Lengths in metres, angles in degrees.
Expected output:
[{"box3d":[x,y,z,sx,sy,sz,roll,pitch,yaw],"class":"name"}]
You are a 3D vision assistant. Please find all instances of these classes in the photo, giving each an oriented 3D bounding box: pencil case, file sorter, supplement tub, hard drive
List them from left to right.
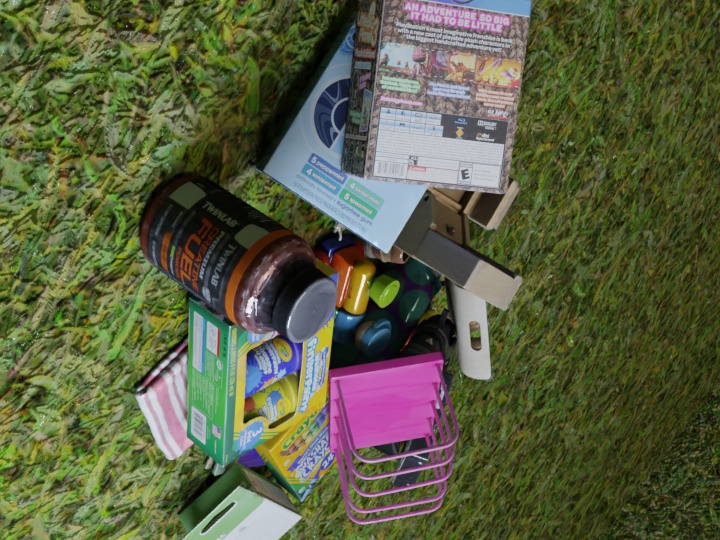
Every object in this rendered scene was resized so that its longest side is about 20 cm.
[{"box3d":[-0.117,-0.008,1.153,0.107,0.199,0.108,-37,144,-33],"class":"supplement tub"},{"box3d":[0.028,0.071,1.566,0.201,0.085,0.092,-55,-172,-10],"class":"pencil case"},{"box3d":[0.039,0.213,1.447,0.138,0.126,0.201,-9,146,-8],"class":"file sorter"},{"box3d":[0.093,0.245,1.791,0.200,0.038,0.141,100,9,-67],"class":"hard drive"}]

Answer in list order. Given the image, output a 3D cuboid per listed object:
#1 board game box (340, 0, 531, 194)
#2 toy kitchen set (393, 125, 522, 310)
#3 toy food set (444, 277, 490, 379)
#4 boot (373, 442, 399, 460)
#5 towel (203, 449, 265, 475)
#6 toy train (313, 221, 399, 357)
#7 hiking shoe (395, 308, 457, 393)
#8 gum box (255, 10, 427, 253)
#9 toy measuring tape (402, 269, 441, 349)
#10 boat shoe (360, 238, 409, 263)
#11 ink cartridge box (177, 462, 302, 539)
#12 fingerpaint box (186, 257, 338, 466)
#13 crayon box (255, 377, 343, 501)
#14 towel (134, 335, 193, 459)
[{"box3d":[0.075,-0.189,1.216,0.158,0.097,0.202,5,97,-18],"class":"board game box"},{"box3d":[0.167,-0.071,1.405,0.163,0.180,0.201,27,95,-41],"class":"toy kitchen set"},{"box3d":[0.150,0.029,1.593,0.060,0.201,0.145,-8,124,0],"class":"toy food set"},{"box3d":[0.065,0.181,1.763,0.175,0.069,0.200,-57,160,-19],"class":"boot"},{"box3d":[-0.113,0.198,1.542,0.199,0.023,0.145,7,112,-59],"class":"towel"},{"box3d":[0.000,0.000,1.431,0.084,0.115,0.201,-20,134,-49],"class":"toy train"},{"box3d":[0.095,0.114,1.558,0.101,0.075,0.200,-54,173,-13],"class":"hiking shoe"},{"box3d":[0.010,-0.149,1.278,0.169,0.045,0.201,32,90,-19],"class":"gum box"},{"box3d":[0.068,0.054,1.654,0.073,0.073,0.202,16,89,-60],"class":"toy measuring tape"},{"box3d":[0.077,-0.094,1.500,0.201,0.071,0.076,-61,153,-8],"class":"boat shoe"},{"box3d":[-0.163,0.310,1.506,0.104,0.059,0.200,-41,151,1],"class":"ink cartridge box"},{"box3d":[-0.112,0.098,1.339,0.166,0.073,0.201,-26,136,-40],"class":"fingerpaint box"},{"box3d":[-0.077,0.204,1.528,0.126,0.051,0.201,-48,149,-18],"class":"crayon box"},{"box3d":[-0.170,0.118,1.368,0.200,0.030,0.147,-45,148,-23],"class":"towel"}]
